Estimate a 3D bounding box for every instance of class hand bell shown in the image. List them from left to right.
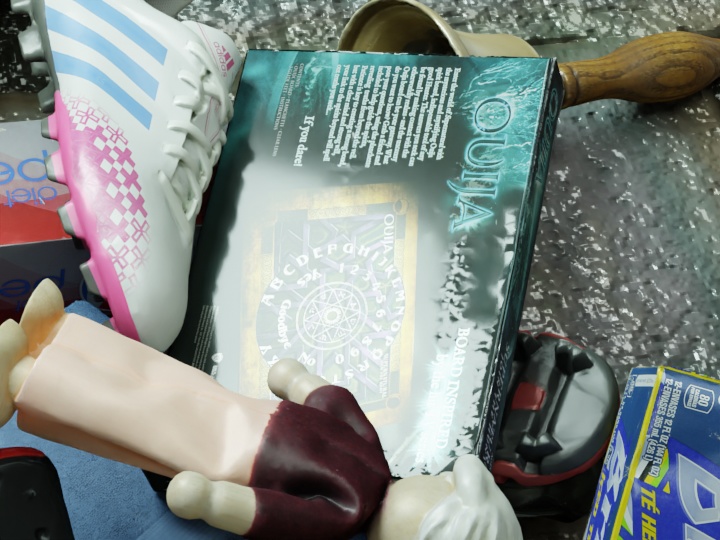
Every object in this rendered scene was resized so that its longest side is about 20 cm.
[{"bbox_3d":[0.096,-0.087,1.230,0.200,0.104,0.104,-13,56,-36],"label":"hand bell"}]

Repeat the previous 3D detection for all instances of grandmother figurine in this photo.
[{"bbox_3d":[-0.035,0.067,0.959,0.200,0.061,0.121,23,37,6],"label":"grandmother figurine"}]

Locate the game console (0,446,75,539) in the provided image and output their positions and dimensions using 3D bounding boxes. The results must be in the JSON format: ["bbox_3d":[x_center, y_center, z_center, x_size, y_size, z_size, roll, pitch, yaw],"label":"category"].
[{"bbox_3d":[-0.168,0.177,0.934,0.177,0.031,0.200,-15,92,-26],"label":"game console"}]

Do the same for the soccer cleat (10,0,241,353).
[{"bbox_3d":[-0.084,-0.057,1.074,0.086,0.070,0.200,-17,53,-2],"label":"soccer cleat"}]

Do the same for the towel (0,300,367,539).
[{"bbox_3d":[-0.075,0.108,1.054,0.200,0.049,0.112,40,56,17],"label":"towel"}]

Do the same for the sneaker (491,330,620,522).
[{"bbox_3d":[0.017,0.057,1.099,0.200,0.098,0.071,14,63,25],"label":"sneaker"}]

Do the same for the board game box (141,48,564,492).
[{"bbox_3d":[0.000,0.000,1.062,0.135,0.028,0.200,3,58,16],"label":"board game box"}]

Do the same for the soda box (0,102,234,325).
[{"bbox_3d":[-0.133,-0.019,1.127,0.200,0.063,0.070,-6,54,-16],"label":"soda box"}]

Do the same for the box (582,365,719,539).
[{"bbox_3d":[0.108,0.138,0.993,0.064,0.070,0.200,16,87,-3],"label":"box"}]
